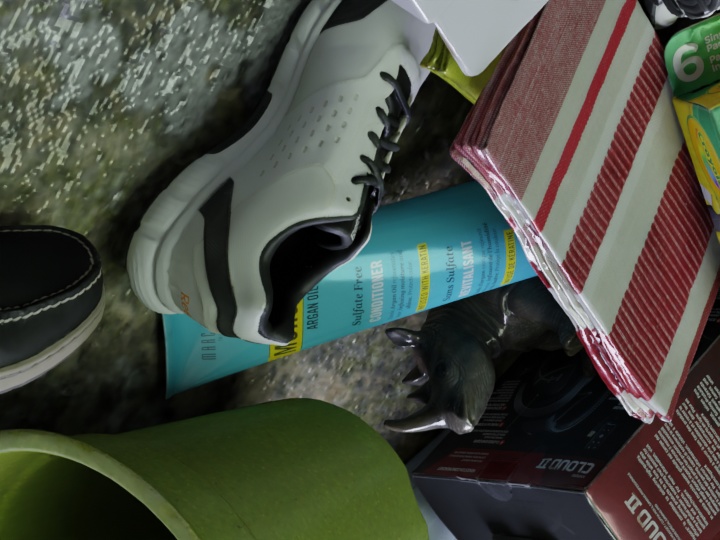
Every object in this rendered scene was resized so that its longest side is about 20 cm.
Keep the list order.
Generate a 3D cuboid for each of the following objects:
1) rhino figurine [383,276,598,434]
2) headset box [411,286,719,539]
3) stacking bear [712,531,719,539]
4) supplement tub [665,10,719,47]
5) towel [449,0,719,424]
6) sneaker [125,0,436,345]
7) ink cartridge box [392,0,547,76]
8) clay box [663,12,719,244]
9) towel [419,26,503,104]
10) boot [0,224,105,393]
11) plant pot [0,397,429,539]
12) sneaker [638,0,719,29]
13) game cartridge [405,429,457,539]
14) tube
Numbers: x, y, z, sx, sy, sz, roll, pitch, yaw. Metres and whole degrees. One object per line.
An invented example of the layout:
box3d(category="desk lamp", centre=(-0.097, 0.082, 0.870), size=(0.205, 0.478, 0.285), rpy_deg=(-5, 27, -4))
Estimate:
box3d(category="rhino figurine", centre=(0.085, 0.015, 1.141), size=(0.200, 0.087, 0.060), rpy_deg=(-41, 146, -17))
box3d(category="headset box", centre=(0.133, 0.079, 1.166), size=(0.200, 0.149, 0.077), rpy_deg=(-47, 112, -25))
box3d(category="stacking bear", centre=(0.289, 0.102, 1.444), size=(0.200, 0.121, 0.114), rpy_deg=(-61, 153, -4))
box3d(category="supplement tub", centre=(0.246, -0.155, 1.147), size=(0.122, 0.122, 0.200), rpy_deg=(13, 109, -53))
box3d(category="towel", centre=(0.114, -0.043, 1.048), size=(0.200, 0.023, 0.144), rpy_deg=(54, 49, -38))
box3d(category="sneaker", centre=(-0.009, -0.050, 0.981), size=(0.200, 0.080, 0.074), rpy_deg=(-54, 143, -10))
box3d(category="ink cartridge box", centre=(0.022, -0.182, 0.903), size=(0.116, 0.067, 0.200), rpy_deg=(-47, 140, -8))
box3d(category="clay box", centre=(0.224, -0.034, 1.083), size=(0.115, 0.048, 0.200), rpy_deg=(-24, 108, -9))
box3d(category="towel", centre=(0.078, -0.100, 1.052), size=(0.200, 0.018, 0.086), rpy_deg=(29, 70, -63))
box3d(category="boot", centre=(-0.167, -0.028, 0.834), size=(0.200, 0.073, 0.151), rpy_deg=(-9, 127, -38))
box3d(category="plant pot", centre=(-0.069, 0.138, 1.015), size=(0.190, 0.200, 0.200), rpy_deg=(-24, 138, -53))
box3d(category="sneaker", centre=(0.158, -0.159, 1.019), size=(0.085, 0.077, 0.200), rpy_deg=(-27, -176, 0))
box3d(category="game cartridge", centre=(0.062, 0.162, 1.292), size=(0.133, 0.040, 0.200), rpy_deg=(-38, 143, -14))
box3d(category="tube", centre=(0.000, 0.000, 1.062), size=(0.200, 0.050, 0.078), rpy_deg=(-17, 127, -20))
